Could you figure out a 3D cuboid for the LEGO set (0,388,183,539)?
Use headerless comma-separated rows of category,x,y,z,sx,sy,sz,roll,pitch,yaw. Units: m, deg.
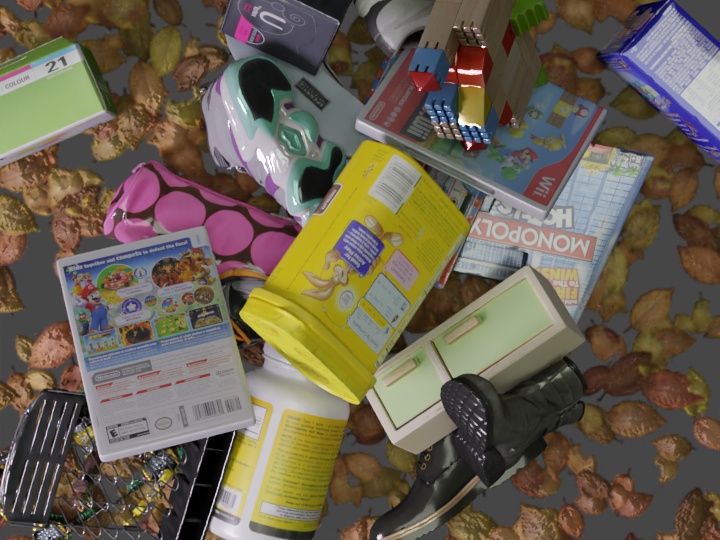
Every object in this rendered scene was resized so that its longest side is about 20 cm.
LEGO set,-0.273,0.192,1.707,0.200,0.116,0.154,-26,94,-1

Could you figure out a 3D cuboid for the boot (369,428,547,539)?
boot,0.065,0.174,1.751,0.200,0.077,0.138,-35,90,-13

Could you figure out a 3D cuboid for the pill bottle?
pill bottle,-0.075,0.165,1.718,0.112,0.112,0.200,17,93,-3

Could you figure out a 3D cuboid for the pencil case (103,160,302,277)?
pencil case,-0.144,-0.039,1.716,0.200,0.091,0.094,22,95,-2

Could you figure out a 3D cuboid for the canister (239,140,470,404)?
canister,0.000,0.000,1.621,0.200,0.087,0.149,-56,132,-14

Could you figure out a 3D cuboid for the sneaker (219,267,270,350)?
sneaker,-0.145,0.060,1.684,0.200,0.077,0.078,-20,122,32

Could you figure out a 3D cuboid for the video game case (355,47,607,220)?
video game case,0.115,-0.143,1.674,0.200,0.017,0.143,27,58,10

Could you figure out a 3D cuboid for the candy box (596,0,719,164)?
candy box,0.331,-0.165,1.687,0.200,0.169,0.077,42,95,-5

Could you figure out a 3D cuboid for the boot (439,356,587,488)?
boot,0.148,0.117,1.646,0.131,0.200,0.068,-36,64,-10

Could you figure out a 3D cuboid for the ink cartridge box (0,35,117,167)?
ink cartridge box,-0.315,-0.150,1.644,0.148,0.200,0.076,-23,94,-1

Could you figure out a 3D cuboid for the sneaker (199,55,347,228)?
sneaker,-0.086,-0.104,1.694,0.078,0.140,0.200,-33,100,-30

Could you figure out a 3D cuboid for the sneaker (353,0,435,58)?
sneaker,0.093,-0.247,1.696,0.200,0.074,0.079,-15,75,-22

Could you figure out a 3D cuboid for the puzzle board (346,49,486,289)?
puzzle board,0.054,-0.102,1.723,0.151,0.017,0.200,24,89,19

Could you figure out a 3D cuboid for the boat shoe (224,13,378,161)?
boat shoe,-0.054,-0.182,1.718,0.199,0.068,0.074,42,86,8

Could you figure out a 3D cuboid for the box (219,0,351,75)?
box,-0.040,-0.306,1.656,0.106,0.122,0.200,24,68,-4

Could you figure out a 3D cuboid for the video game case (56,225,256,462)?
video game case,-0.188,0.064,1.619,0.143,0.018,0.200,-13,67,-7

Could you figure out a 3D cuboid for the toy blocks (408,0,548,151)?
toy blocks,0.103,-0.177,1.586,0.100,0.200,0.137,9,63,25

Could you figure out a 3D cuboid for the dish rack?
dish rack,-0.228,0.186,1.648,0.200,0.055,0.154,11,102,-30

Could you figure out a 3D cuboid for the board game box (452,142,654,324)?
board game box,0.168,-0.035,1.742,0.200,0.062,0.200,11,92,-3

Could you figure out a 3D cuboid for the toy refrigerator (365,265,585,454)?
toy refrigerator,0.104,0.085,1.684,0.200,0.070,0.076,-35,64,12
